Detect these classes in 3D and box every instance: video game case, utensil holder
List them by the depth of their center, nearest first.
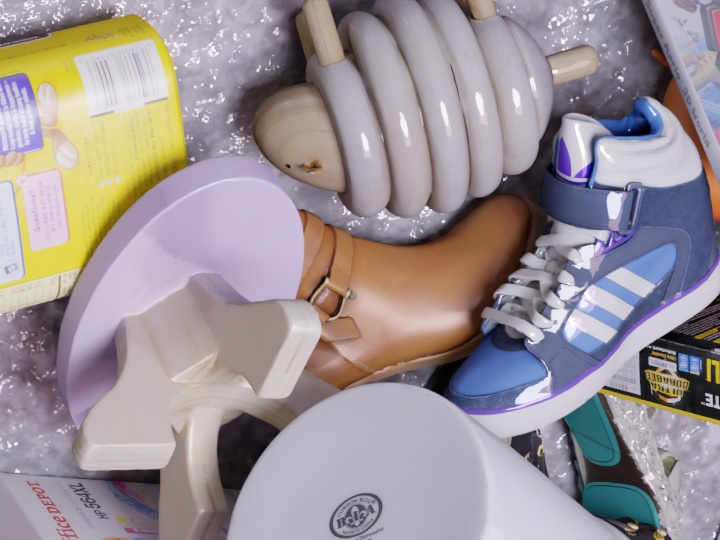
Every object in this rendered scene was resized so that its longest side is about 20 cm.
[{"bbox_3d":[0.045,0.169,1.399,0.170,0.170,0.200,-49,137,-1],"label":"utensil holder"},{"bbox_3d":[0.236,-0.146,1.541,0.142,0.201,0.018,-12,158,-20],"label":"video game case"}]

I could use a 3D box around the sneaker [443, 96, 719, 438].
[{"bbox_3d":[0.110,-0.013,1.494,0.199,0.080,0.147,-32,120,-20],"label":"sneaker"}]

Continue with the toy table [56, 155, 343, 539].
[{"bbox_3d":[-0.082,0.054,1.419,0.183,0.117,0.201,-8,136,-24],"label":"toy table"}]

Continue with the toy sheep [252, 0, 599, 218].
[{"bbox_3d":[0.037,-0.097,1.483,0.199,0.138,0.139,-16,116,-5],"label":"toy sheep"}]

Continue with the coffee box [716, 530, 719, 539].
[{"bbox_3d":[0.334,0.291,1.725,0.199,0.200,0.199,11,105,-29],"label":"coffee box"}]

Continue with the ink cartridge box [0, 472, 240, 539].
[{"bbox_3d":[-0.133,0.199,1.515,0.199,0.128,0.126,7,106,-27],"label":"ink cartridge box"}]

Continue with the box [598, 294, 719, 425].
[{"bbox_3d":[0.257,0.038,1.586,0.199,0.159,0.050,-19,109,-38],"label":"box"}]

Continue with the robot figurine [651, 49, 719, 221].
[{"bbox_3d":[0.264,-0.077,1.591,0.199,0.117,0.145,8,124,-12],"label":"robot figurine"}]

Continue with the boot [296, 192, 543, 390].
[{"bbox_3d":[0.000,0.000,1.536,0.155,0.074,0.200,42,86,-27],"label":"boot"}]

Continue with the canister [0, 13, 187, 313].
[{"bbox_3d":[-0.195,-0.047,1.418,0.199,0.087,0.149,-15,115,-21],"label":"canister"}]

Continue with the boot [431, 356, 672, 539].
[{"bbox_3d":[0.115,0.145,1.600,0.150,0.201,0.073,21,140,-36],"label":"boot"}]

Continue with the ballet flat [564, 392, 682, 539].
[{"bbox_3d":[0.169,0.112,1.661,0.071,0.072,0.201,-25,118,-14],"label":"ballet flat"}]
